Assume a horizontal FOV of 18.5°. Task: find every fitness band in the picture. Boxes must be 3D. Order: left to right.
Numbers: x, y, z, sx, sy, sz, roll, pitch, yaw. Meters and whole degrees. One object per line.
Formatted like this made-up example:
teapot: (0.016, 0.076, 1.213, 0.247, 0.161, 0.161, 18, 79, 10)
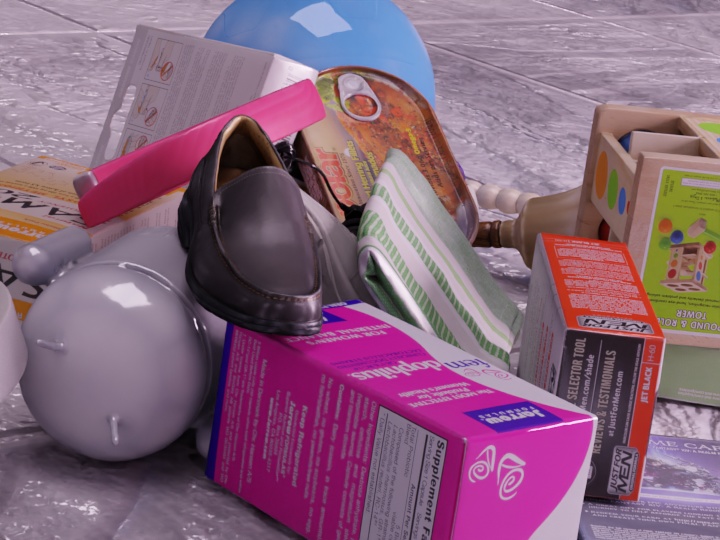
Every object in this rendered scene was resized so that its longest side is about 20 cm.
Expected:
fitness band: (-0.106, -0.081, 1.456, 0.143, 0.038, 0.200, -22, 6, 34)

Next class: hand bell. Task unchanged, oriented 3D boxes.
hand bell: (0.099, -0.027, 1.714, 0.198, 0.105, 0.104, -1, 13, 19)

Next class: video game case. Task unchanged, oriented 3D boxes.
video game case: (0.182, 0.137, 1.273, 0.142, 0.019, 0.200, 6, 16, -6)

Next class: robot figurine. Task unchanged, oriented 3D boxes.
robot figurine: (-0.130, 0.041, 1.286, 0.169, 0.113, 0.200, 40, 20, 1)

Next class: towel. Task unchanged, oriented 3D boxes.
towel: (0.052, 0.013, 1.392, 0.023, 0.153, 0.200, -32, 13, 18)

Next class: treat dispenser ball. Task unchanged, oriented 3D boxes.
treat dispenser ball: (-0.038, -0.139, 1.783, 0.199, 0.203, 0.201, 7, 16, -2)

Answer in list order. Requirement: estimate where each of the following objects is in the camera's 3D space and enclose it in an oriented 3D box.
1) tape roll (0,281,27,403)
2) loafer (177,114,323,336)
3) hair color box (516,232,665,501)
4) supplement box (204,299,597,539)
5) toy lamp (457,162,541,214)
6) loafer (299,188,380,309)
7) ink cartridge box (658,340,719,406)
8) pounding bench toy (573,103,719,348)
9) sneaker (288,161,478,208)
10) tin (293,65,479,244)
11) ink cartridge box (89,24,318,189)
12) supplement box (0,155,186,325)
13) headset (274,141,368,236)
tape roll: (-0.279, 0.057, 1.186, 0.201, 0.037, 0.203, -12, 23, 5)
loafer: (-0.062, -0.025, 1.241, 0.072, 0.073, 0.200, 6, 22, -21)
hair color box: (0.135, 0.053, 1.324, 0.061, 0.102, 0.200, 7, 17, -1)
supplement box: (0.018, 0.096, 1.191, 0.101, 0.104, 0.199, -6, 23, -42)
toy lamp: (0.153, -0.052, 1.825, 0.199, 0.059, 0.058, 16, 18, 25)
loafer: (-0.016, 0.014, 1.371, 0.201, 0.070, 0.070, 53, 19, -1)
ink cartridge box: (0.242, 0.042, 1.566, 0.144, 0.048, 0.200, 8, 16, 3)
pounding bench toy: (0.260, -0.030, 1.517, 0.198, 0.125, 0.156, 5, 18, -8)
sneaker: (-0.005, -0.053, 1.684, 0.199, 0.076, 0.088, 20, 51, 11)
tin: (0.014, -0.068, 1.616, 0.111, 0.042, 0.201, -2, 50, -24)
ink cartridge box: (-0.128, -0.094, 1.667, 0.050, 0.162, 0.199, 20, -1, -36)
supplement box: (-0.215, -0.017, 1.514, 0.125, 0.074, 0.200, 13, 18, 17)
headset: (0.000, 0.000, 1.464, 0.200, 0.094, 0.124, 50, 18, -2)
